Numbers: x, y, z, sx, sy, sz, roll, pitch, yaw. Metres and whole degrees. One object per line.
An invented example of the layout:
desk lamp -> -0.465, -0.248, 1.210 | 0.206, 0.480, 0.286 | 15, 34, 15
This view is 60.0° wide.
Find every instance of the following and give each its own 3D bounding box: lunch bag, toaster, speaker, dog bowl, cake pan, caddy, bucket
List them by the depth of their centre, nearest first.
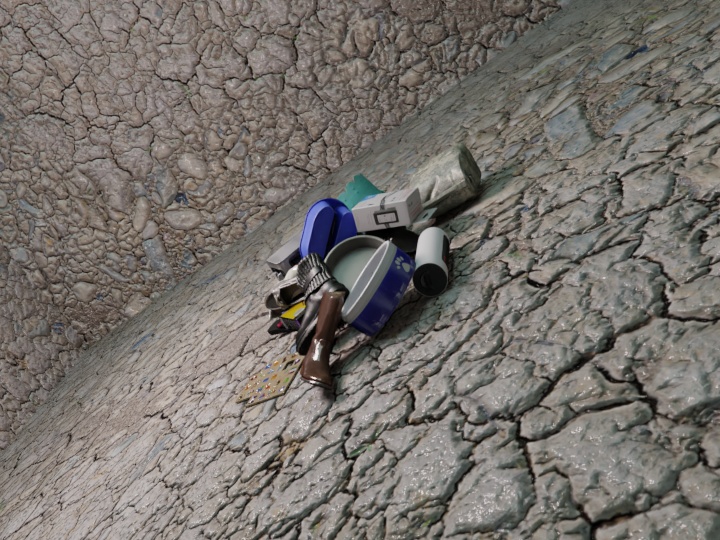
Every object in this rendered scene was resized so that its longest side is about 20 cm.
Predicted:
dog bowl -> 0.038, 0.041, 1.384 | 0.203, 0.078, 0.200 | -57, 7, 10
speaker -> 0.163, -0.023, 1.423 | 0.080, 0.082, 0.201 | -28, 18, 21
cake pan -> 0.000, 0.000, 1.588 | 0.194, 0.037, 0.205 | -6, 53, 8
caddy -> -0.088, -0.093, 1.695 | 0.105, 0.137, 0.206 | -148, 72, -70
lunch bag -> 0.231, -0.235, 1.738 | 0.197, 0.141, 0.169 | -28, 18, 27
toaster -> -0.149, -0.008, 1.832 | 0.199, 0.183, 0.118 | -39, 23, -14
bucket -> -0.003, -0.185, 1.959 | 0.210, 0.133, 0.207 | -56, -5, -7

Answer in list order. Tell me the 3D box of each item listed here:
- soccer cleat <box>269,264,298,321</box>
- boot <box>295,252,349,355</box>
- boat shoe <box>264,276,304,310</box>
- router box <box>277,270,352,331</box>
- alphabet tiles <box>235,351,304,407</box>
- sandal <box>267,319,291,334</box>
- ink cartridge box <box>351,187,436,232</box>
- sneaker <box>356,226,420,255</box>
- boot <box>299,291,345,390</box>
soccer cleat -> -0.196, 0.066, 1.722 | 0.201, 0.068, 0.079 | -53, 14, 39
boot -> -0.121, 0.082, 1.523 | 0.157, 0.079, 0.214 | 41, 104, 39
boat shoe -> -0.182, 0.056, 1.650 | 0.196, 0.068, 0.057 | -26, 14, 20
router box -> -0.112, 0.080, 1.658 | 0.199, 0.052, 0.148 | -41, 17, -22
alphabet tiles -> -0.223, 0.270, 1.541 | 0.197, 0.008, 0.168 | -25, 21, 34
sandal -> -0.212, 0.141, 1.788 | 0.197, 0.046, 0.075 | -19, 23, 45
ink cartridge box -> 0.090, -0.161, 1.628 | 0.195, 0.070, 0.116 | -6, 21, 26
sneaker -> 0.085, -0.089, 1.658 | 0.106, 0.198, 0.060 | -57, -28, 5
boot -> -0.070, 0.140, 1.328 | 0.205, 0.063, 0.186 | -70, 20, -3
